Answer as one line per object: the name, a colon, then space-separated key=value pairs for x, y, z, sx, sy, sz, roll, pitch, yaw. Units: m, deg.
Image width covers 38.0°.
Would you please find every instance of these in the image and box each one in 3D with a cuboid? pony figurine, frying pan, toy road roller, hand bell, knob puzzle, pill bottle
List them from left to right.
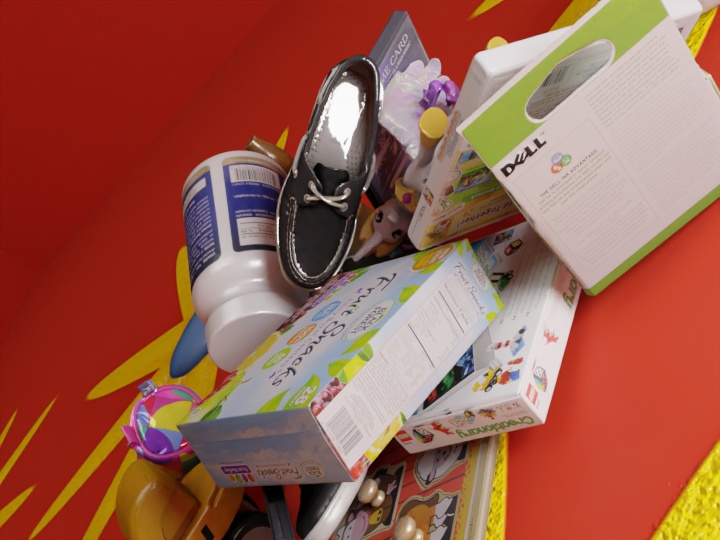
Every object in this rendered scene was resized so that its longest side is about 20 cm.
toy road roller: x=-0.171 y=0.261 z=0.939 sx=0.202 sy=0.145 sz=0.122 roll=-57 pitch=21 yaw=-10
pill bottle: x=-0.110 y=-0.008 z=1.013 sx=0.115 sy=0.115 sz=0.203 roll=-40 pitch=44 yaw=29
hand bell: x=-0.043 y=-0.073 z=1.118 sx=0.104 sy=0.199 sz=0.105 roll=-42 pitch=23 yaw=23
frying pan: x=-0.002 y=-0.002 z=1.011 sx=0.186 sy=0.032 sz=0.115 roll=-9 pitch=-7 yaw=11
knob puzzle: x=0.025 y=0.179 z=0.812 sx=0.220 sy=0.030 sz=0.221 roll=-45 pitch=23 yaw=24
pony figurine: x=0.074 y=-0.103 z=0.886 sx=0.194 sy=0.166 sz=0.200 roll=-49 pitch=-1 yaw=-31

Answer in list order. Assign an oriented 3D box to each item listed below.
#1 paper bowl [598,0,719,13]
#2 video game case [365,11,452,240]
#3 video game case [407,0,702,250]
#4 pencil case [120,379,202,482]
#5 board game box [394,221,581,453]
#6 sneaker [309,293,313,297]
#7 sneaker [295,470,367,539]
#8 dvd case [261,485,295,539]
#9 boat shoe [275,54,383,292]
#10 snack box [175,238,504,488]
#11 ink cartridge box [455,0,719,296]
paper bowl: x=0.285 y=-0.300 z=0.902 sx=0.200 sy=0.104 sz=0.202 roll=-43 pitch=23 yaw=24
video game case: x=0.044 y=-0.127 z=1.024 sx=0.019 sy=0.201 sz=0.144 roll=13 pitch=64 yaw=34
video game case: x=0.137 y=-0.106 z=0.762 sx=0.197 sy=0.023 sz=0.183 roll=-22 pitch=-29 yaw=-28
pencil case: x=-0.192 y=0.192 z=1.064 sx=0.202 sy=0.087 sz=0.089 roll=97 pitch=-167 yaw=-55
board game box: x=0.104 y=0.041 z=0.804 sx=0.125 sy=0.035 sz=0.202 roll=-21 pitch=32 yaw=41
sneaker: x=-0.007 y=0.062 z=1.026 sx=0.200 sy=0.076 sz=0.088 roll=168 pitch=115 yaw=-72
sneaker: x=-0.044 y=0.129 z=0.876 sx=0.073 sy=0.111 sz=0.201 roll=-54 pitch=7 yaw=41
dvd case: x=-0.055 y=0.214 z=0.802 sx=0.017 sy=0.145 sz=0.200 roll=-13 pitch=20 yaw=-7
boat shoe: x=-0.023 y=-0.083 z=0.883 sx=0.060 sy=0.073 sz=0.204 roll=160 pitch=128 yaw=-81
snack box: x=-0.013 y=0.069 z=0.769 sx=0.167 sy=0.068 sz=0.200 roll=-15 pitch=23 yaw=49
ink cartridge box: x=0.154 y=-0.098 z=0.692 sx=0.147 sy=0.200 sz=0.076 roll=-39 pitch=41 yaw=10
